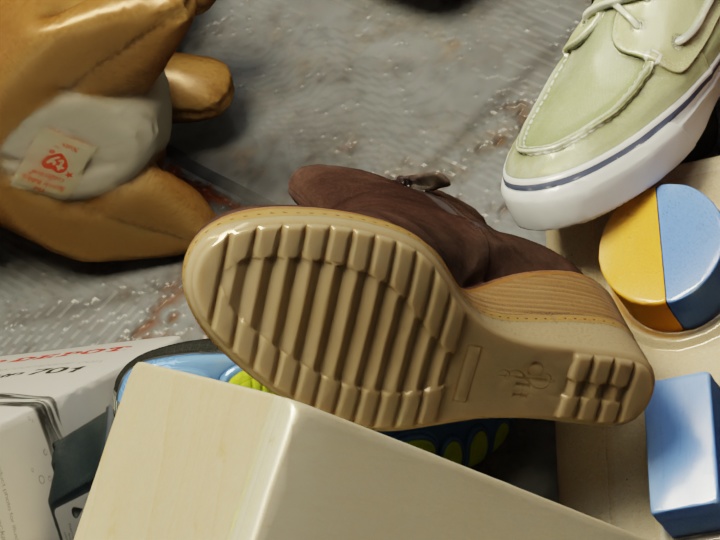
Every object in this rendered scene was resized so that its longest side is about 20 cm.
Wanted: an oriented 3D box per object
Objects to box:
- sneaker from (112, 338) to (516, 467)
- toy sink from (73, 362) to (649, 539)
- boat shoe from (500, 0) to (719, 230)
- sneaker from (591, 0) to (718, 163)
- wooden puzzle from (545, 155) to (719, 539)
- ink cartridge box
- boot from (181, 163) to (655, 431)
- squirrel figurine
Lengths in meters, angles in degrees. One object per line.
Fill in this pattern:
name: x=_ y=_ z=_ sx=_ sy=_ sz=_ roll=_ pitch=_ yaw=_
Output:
sneaker: x=-0.021 y=0.048 z=0.995 sx=0.199 sy=0.071 sz=0.083 roll=-6 pitch=29 yaw=-45
toy sink: x=0.001 y=0.128 z=0.900 sx=0.112 sy=0.199 sz=0.131 roll=10 pitch=80 yaw=54
boat shoe: x=0.117 y=-0.096 z=1.034 sx=0.072 sy=0.062 sz=0.200 roll=7 pitch=44 yaw=46
sneaker: x=0.143 y=-0.133 z=1.147 sx=0.090 sy=0.076 sz=0.201 roll=-6 pitch=53 yaw=-3
wooden puzzle: x=0.158 y=0.028 z=0.968 sx=0.199 sy=0.046 sz=0.187 roll=-15 pitch=59 yaw=24
ink cartridge box: x=-0.163 y=0.092 z=0.944 sx=0.145 sy=0.087 sz=0.200 roll=-8 pitch=10 yaw=25
boot: x=0.000 y=0.000 z=0.952 sx=0.166 sy=0.199 sz=0.073 roll=43 pitch=113 yaw=58
squirrel figurine: x=-0.158 y=-0.106 z=1.162 sx=0.198 sy=0.142 sz=0.187 roll=-12 pitch=43 yaw=2
